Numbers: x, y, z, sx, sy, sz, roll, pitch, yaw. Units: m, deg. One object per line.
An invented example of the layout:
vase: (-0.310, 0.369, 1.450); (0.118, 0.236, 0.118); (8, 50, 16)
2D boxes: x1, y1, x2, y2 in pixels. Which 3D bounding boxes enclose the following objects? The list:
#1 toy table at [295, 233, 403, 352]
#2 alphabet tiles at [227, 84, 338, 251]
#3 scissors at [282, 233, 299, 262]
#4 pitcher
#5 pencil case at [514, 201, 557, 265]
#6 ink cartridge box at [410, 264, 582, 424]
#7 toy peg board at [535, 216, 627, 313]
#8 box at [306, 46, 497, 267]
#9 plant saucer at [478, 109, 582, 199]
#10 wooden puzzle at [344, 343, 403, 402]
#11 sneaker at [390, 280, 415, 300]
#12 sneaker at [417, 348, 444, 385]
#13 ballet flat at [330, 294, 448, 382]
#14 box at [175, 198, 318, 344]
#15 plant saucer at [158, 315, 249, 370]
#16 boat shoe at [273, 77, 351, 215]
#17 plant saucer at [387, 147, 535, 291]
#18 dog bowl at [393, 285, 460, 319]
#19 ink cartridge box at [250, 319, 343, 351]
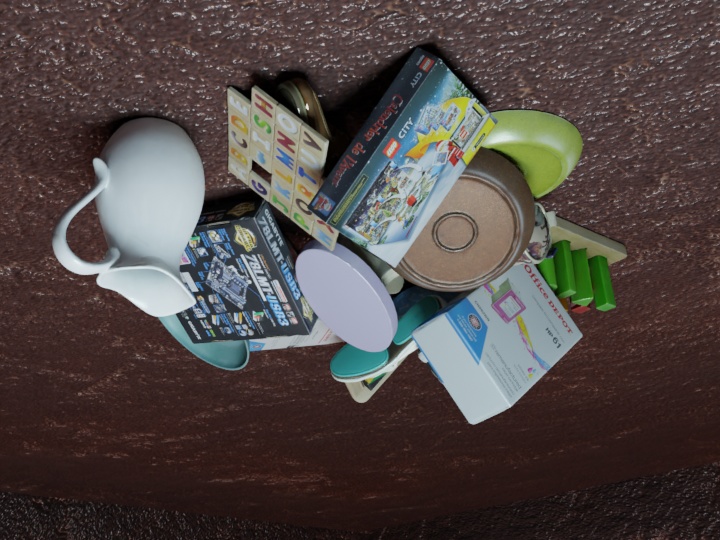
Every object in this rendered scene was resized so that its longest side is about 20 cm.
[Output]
toy table: (0.000, 0.000, 1.170); (0.182, 0.118, 0.201); (14, 145, 23)
alphabet tiles: (-0.084, -0.116, 0.977); (0.167, 0.008, 0.200); (38, 156, 10)
scissors: (-0.095, -0.025, 1.294); (0.072, 0.014, 0.200); (0, 154, -3)
pitcher: (-0.249, -0.071, 0.953); (0.120, 0.202, 0.171); (-19, 150, 32)
pencil case: (0.163, -0.037, 1.174); (0.089, 0.079, 0.199); (-13, -179, -44)
ink cartridge box: (0.185, 0.084, 1.168); (0.199, 0.145, 0.085); (-33, 177, -43)
toy peg board: (0.268, 0.018, 1.322); (0.199, 0.099, 0.199); (17, 148, -35)
box: (0.048, -0.115, 0.936); (0.201, 0.038, 0.136); (-55, 139, 4)
plant saucer: (0.175, -0.127, 1.080); (0.198, 0.031, 0.200); (-2, 154, -1)
wooden puzzle: (0.043, 0.129, 1.472); (0.185, 0.037, 0.200); (-47, 155, -12)
sneaker: (-0.011, 0.045, 1.330); (0.198, 0.074, 0.080); (3, 135, -19)
sneaker: (0.167, 0.113, 1.243); (0.199, 0.080, 0.074); (-17, 159, -40)
ballet flat: (0.049, 0.107, 1.243); (0.199, 0.070, 0.069); (-35, 145, 19)
box: (-0.181, 0.008, 1.186); (0.197, 0.050, 0.201); (-8, 126, 24)
plant saucer: (-0.243, 0.069, 1.355); (0.199, 0.036, 0.201); (25, 142, 21)
boat shoe: (-0.048, -0.146, 0.986); (0.068, 0.072, 0.201); (-27, 151, -13)
plant saucer: (0.112, -0.052, 1.049); (0.198, 0.035, 0.202); (0, 123, 1)
dog bowl: (0.125, 0.080, 1.320); (0.199, 0.050, 0.112); (18, 128, -35)
ink cartridge box: (-0.095, 0.074, 1.419); (0.198, 0.069, 0.116); (-3, 157, -21)
